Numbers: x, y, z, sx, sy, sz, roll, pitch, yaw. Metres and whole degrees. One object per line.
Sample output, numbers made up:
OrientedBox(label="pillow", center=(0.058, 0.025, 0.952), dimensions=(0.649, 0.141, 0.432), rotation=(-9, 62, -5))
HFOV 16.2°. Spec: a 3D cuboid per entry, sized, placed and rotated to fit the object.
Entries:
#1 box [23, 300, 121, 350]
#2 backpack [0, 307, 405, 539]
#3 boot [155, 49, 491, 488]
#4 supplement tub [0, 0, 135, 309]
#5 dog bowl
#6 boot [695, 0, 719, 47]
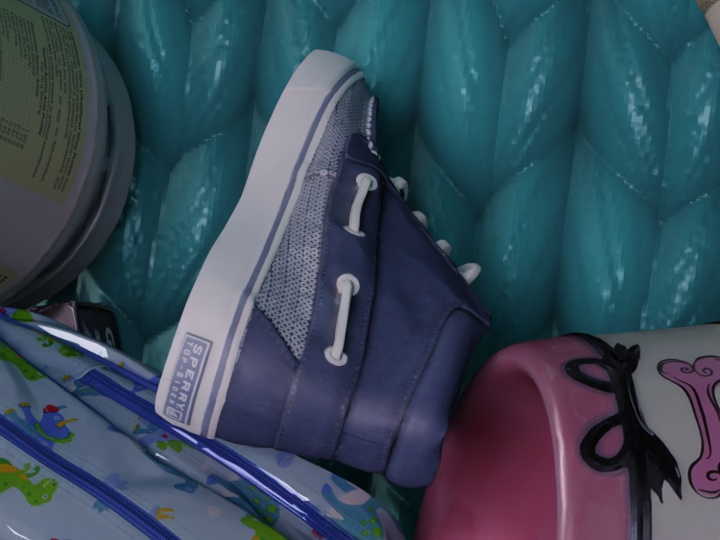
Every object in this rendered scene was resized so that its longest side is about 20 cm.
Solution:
OrientedBox(label="box", center=(-0.170, 0.129, 0.938), dimensions=(0.197, 0.050, 0.201), rotation=(-14, 84, 12))
OrientedBox(label="backpack", center=(-0.081, 0.105, 0.812), dimensions=(0.200, 0.153, 0.164), rotation=(36, 140, 34))
OrientedBox(label="boot", center=(0.000, 0.000, 0.834), dimensions=(0.090, 0.200, 0.073), rotation=(19, 126, 1))
OrientedBox(label="supplement tub", center=(-0.176, -0.059, 0.872), dimensions=(0.144, 0.200, 0.146), rotation=(-4, 78, 22))
OrientedBox(label="dog bowl", center=(0.067, 0.110, 0.773), dimensions=(0.073, 0.200, 0.201), rotation=(10, 91, -12))
OrientedBox(label="boot", center=(0.207, -0.081, 0.802), dimensions=(0.199, 0.072, 0.155), rotation=(-21, 77, 19))
